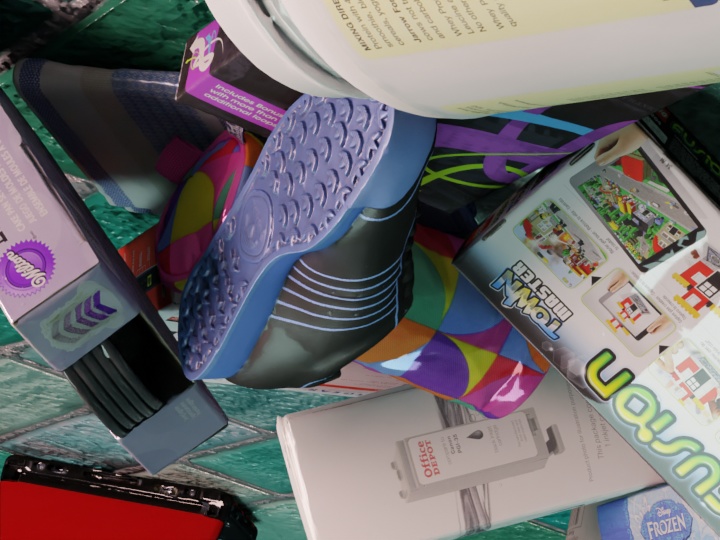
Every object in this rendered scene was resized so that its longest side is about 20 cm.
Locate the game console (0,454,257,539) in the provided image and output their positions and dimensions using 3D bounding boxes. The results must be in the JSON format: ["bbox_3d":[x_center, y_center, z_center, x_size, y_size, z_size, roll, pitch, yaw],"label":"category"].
[{"bbox_3d":[-0.205,0.229,1.922,0.199,0.119,0.172,9,161,14],"label":"game console"}]

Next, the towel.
[{"bbox_3d":[-0.052,-0.059,1.110,0.199,0.024,0.147,4,158,20],"label":"towel"}]

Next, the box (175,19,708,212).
[{"bbox_3d":[0.034,-0.086,0.929,0.143,0.036,0.200,21,154,-24],"label":"box"}]

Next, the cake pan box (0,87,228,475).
[{"bbox_3d":[-0.145,-0.017,1.057,0.200,0.052,0.184,53,178,27],"label":"cake pan box"}]

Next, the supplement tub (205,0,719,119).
[{"bbox_3d":[0.058,-0.119,0.654,0.200,0.145,0.145,-4,155,43],"label":"supplement tub"}]

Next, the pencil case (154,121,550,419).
[{"bbox_3d":[0.000,0.000,1.092,0.200,0.089,0.088,25,159,-24],"label":"pencil case"}]

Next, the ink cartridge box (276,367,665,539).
[{"bbox_3d":[0.061,0.096,1.242,0.199,0.083,0.147,-14,174,-4],"label":"ink cartridge box"}]

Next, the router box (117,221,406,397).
[{"bbox_3d":[-0.036,0.023,1.234,0.199,0.049,0.179,7,165,-23],"label":"router box"}]

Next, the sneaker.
[{"bbox_3d":[-0.006,-0.014,0.969,0.078,0.070,0.200,6,147,-27],"label":"sneaker"}]

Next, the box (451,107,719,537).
[{"bbox_3d":[0.146,0.029,0.993,0.200,0.035,0.110,46,121,-6],"label":"box"}]

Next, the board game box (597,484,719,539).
[{"bbox_3d":[0.251,0.107,1.167,0.199,0.044,0.199,-7,170,-24],"label":"board game box"}]

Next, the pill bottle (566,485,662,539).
[{"bbox_3d":[0.176,0.210,1.439,0.114,0.201,0.114,12,163,4],"label":"pill bottle"}]
